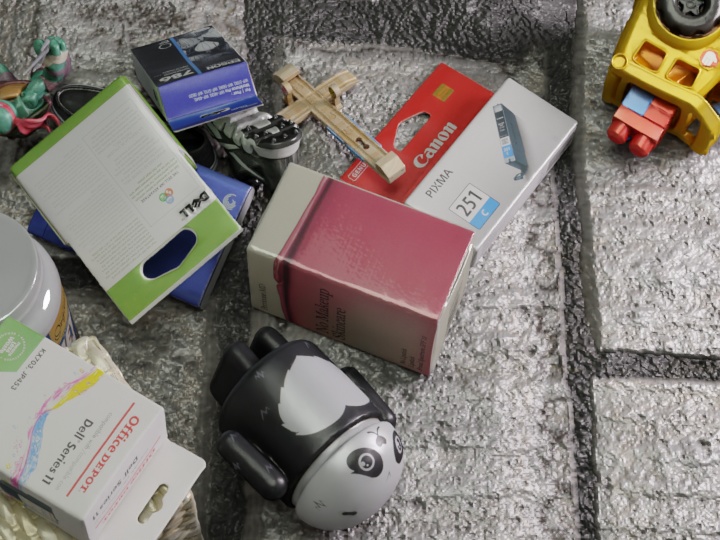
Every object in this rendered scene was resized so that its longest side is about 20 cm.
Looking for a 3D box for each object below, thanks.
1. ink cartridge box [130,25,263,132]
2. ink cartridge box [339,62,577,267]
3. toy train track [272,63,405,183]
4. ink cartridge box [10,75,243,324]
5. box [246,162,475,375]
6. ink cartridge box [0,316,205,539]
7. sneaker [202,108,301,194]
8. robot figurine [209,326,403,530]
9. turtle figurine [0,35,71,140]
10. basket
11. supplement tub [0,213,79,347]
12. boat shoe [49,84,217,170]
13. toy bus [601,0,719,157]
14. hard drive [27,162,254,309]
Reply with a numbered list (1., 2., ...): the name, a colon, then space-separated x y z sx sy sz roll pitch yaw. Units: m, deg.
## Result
1. ink cartridge box: -0.173 -0.204 1.495 0.099 0.040 0.200 -18 29 -13
2. ink cartridge box: 0.104 -0.127 1.521 0.175 0.045 0.200 34 65 14
3. toy train track: -0.026 -0.165 1.525 0.114 0.033 0.200 -36 60 -18
4. ink cartridge box: -0.223 -0.064 1.409 0.147 0.076 0.200 -39 79 -1
5. box: 0.000 0.000 1.400 0.198 0.128 0.110 20 63 10
6. ink cartridge box: -0.237 0.140 1.169 0.199 0.068 0.118 28 63 11
7. sneaker: -0.124 -0.137 1.504 0.066 0.091 0.200 -24 39 -25
8. robot figurine: -0.050 0.144 1.321 0.150 0.125 0.200 -42 70 -8
9. turtle figurine: -0.356 -0.183 1.451 0.148 0.102 0.200 -10 18 3
10. basket: -0.263 0.202 1.263 0.197 0.161 0.201 -28 68 -17
11. supplement tub: -0.339 0.048 1.319 0.143 0.201 0.146 0 61 -1
12. boat shoe: -0.242 -0.155 1.510 0.199 0.066 0.070 28 64 13
13. toy bus: 0.352 -0.193 1.527 0.199 0.136 0.193 28 77 10
14. hard drive: -0.224 -0.061 1.459 0.198 0.025 0.133 23 84 10
